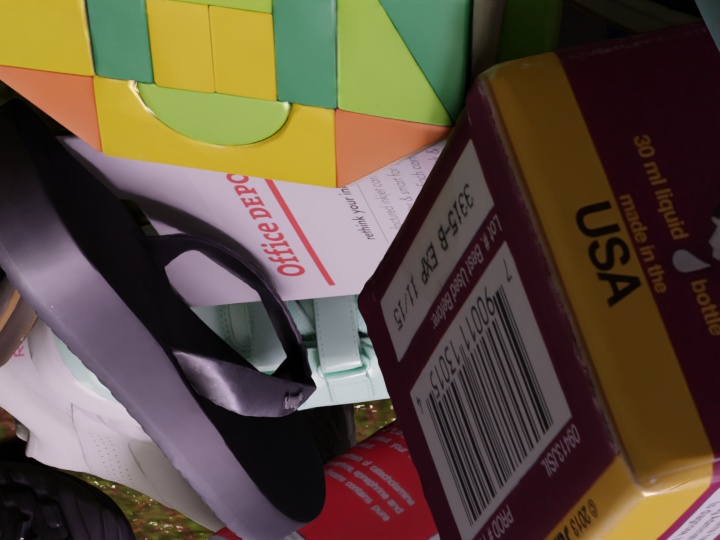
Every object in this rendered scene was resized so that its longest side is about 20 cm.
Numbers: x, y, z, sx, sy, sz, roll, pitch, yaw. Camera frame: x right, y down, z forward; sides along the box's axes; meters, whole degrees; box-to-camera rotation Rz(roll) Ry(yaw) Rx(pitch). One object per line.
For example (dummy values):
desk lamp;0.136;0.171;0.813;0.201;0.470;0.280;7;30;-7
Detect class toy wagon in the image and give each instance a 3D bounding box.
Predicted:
toy wagon;-0.033;-0.094;0.536;0.155;0.040;0.200;8;144;6

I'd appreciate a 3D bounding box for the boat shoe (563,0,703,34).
boat shoe;0.062;-0.102;0.588;0.201;0.072;0.066;14;157;-18

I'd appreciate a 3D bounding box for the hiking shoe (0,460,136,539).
hiking shoe;-0.140;0.126;1.087;0.101;0.076;0.200;9;164;-37

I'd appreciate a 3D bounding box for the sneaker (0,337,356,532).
sneaker;-0.073;0.050;0.926;0.099;0.078;0.200;-3;151;29

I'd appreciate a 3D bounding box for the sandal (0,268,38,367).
sandal;-0.125;-0.010;0.803;0.055;0.082;0.200;35;151;-17

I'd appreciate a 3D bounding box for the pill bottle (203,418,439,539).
pill bottle;0.037;0.102;0.887;0.200;0.112;0.112;-31;162;-19

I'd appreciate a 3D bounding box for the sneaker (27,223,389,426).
sneaker;0.000;0.000;0.796;0.200;0.074;0.118;-3;163;-17

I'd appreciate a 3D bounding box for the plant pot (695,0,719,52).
plant pot;0.119;-0.105;0.431;0.141;0.200;0.141;-16;150;30

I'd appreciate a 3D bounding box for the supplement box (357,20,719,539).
supplement box;0.117;0.003;0.601;0.200;0.103;0.131;-13;160;-19

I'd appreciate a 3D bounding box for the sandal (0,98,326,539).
sandal;-0.044;0.018;0.690;0.043;0.076;0.200;-29;150;4

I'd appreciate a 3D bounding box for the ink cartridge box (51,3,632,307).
ink cartridge box;0.016;-0.047;0.706;0.200;0.068;0.115;-6;154;12
